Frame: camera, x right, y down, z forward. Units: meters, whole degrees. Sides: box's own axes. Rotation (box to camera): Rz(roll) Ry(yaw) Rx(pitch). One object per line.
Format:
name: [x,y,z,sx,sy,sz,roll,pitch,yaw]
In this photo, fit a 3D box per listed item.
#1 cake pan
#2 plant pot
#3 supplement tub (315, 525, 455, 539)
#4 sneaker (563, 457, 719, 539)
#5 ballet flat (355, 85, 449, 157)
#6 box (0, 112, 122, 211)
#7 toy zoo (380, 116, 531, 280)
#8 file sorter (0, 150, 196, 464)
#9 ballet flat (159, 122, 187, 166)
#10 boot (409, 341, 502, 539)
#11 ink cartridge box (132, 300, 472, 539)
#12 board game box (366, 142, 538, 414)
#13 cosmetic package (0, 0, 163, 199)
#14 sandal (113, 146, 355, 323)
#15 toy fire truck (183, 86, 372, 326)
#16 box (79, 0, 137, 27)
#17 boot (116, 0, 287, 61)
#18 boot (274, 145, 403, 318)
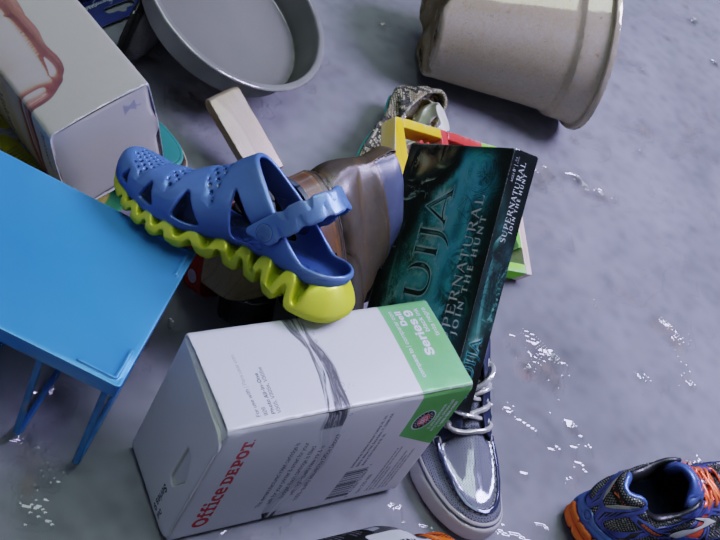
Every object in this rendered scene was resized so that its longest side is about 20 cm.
cake pan: [-0.124,-0.246,1.124,0.199,0.037,0.201,23,49,-30]
plant pot: [0.162,-0.264,1.288,0.182,0.201,0.201,6,47,-9]
supplement tub: [-0.022,0.233,0.750,0.199,0.123,0.123,-6,54,-33]
sneaker: [0.267,0.192,0.986,0.199,0.079,0.076,-6,55,-33]
ballet flat: [0.045,-0.125,1.151,0.068,0.075,0.200,66,29,-30]
box: [-0.292,-0.080,0.936,0.199,0.048,0.117,34,36,5]
toy zoo: [0.081,-0.066,1.090,0.199,0.020,0.132,10,66,-44]
file sorter: [-0.243,0.021,0.820,0.199,0.123,0.139,27,43,-4]
ballet flat: [-0.224,-0.121,1.002,0.200,0.070,0.069,40,43,19]
boot: [0.076,0.107,0.947,0.072,0.091,0.201,1,51,-29]
ink cartridge box: [-0.044,0.104,0.840,0.199,0.146,0.084,-6,54,-34]
board game box: [0.062,0.000,0.935,0.028,0.135,0.201,17,87,-35]
cosmetic package: [-0.246,-0.158,0.920,0.087,0.104,0.200,-33,64,-20]
sandal: [-0.081,-0.045,0.827,0.199,0.088,0.079,26,21,13]
toy fire truck: [-0.091,-0.062,1.006,0.175,0.129,0.200,-12,33,-42]
box: [-0.296,-0.325,1.180,0.200,0.032,0.121,42,43,9]
boot: [-0.146,-0.244,1.169,0.131,0.070,0.200,36,49,-8]
boot: [0.000,0.000,0.923,0.097,0.201,0.075,-30,41,-27]
